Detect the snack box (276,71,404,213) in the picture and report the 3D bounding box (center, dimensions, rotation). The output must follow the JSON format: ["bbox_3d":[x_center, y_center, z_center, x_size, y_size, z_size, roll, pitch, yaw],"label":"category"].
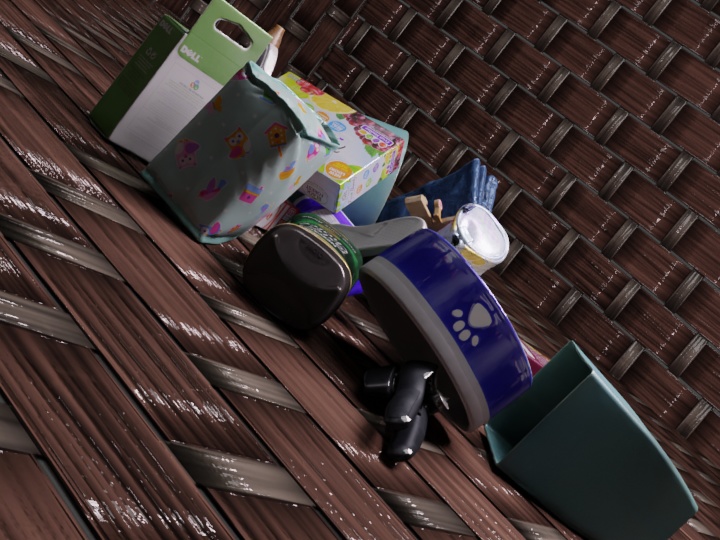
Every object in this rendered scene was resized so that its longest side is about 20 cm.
[{"bbox_3d":[-0.064,-0.169,1.549,0.199,0.053,0.142,32,47,21],"label":"snack box"}]

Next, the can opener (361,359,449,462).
[{"bbox_3d":[0.041,0.129,1.074,0.200,0.078,0.064,-77,153,-78],"label":"can opener"}]

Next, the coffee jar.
[{"bbox_3d":[-0.056,-0.002,1.221,0.104,0.085,0.200,38,8,-1],"label":"coffee jar"}]

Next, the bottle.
[{"bbox_3d":[-0.042,-0.040,1.517,0.200,0.065,0.084,-128,-153,-59],"label":"bottle"}]

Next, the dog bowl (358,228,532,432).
[{"bbox_3d":[0.084,0.060,1.213,0.201,0.079,0.200,54,-10,13],"label":"dog bowl"}]

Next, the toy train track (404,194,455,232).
[{"bbox_3d":[0.103,-0.035,1.579,0.200,0.114,0.033,61,27,-44],"label":"toy train track"}]

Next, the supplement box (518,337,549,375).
[{"bbox_3d":[0.238,0.166,1.601,0.199,0.086,0.110,35,8,-20],"label":"supplement box"}]

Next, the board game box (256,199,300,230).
[{"bbox_3d":[-0.186,-0.133,1.513,0.200,0.046,0.151,43,9,27],"label":"board game box"}]

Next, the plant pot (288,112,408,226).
[{"bbox_3d":[-0.047,-0.141,1.691,0.160,0.202,0.201,25,10,-10],"label":"plant pot"}]

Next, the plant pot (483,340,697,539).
[{"bbox_3d":[0.257,0.209,1.299,0.200,0.141,0.141,45,7,-6],"label":"plant pot"}]

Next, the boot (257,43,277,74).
[{"bbox_3d":[-0.193,-0.255,1.673,0.090,0.201,0.073,33,-23,-20],"label":"boot"}]

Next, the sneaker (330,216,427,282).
[{"bbox_3d":[0.000,0.000,1.372,0.100,0.199,0.071,64,36,-32],"label":"sneaker"}]

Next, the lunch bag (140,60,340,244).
[{"bbox_3d":[-0.118,-0.118,1.286,0.122,0.170,0.200,47,9,9],"label":"lunch bag"}]

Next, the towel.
[{"bbox_3d":[0.089,-0.076,1.643,0.049,0.199,0.112,49,36,-30],"label":"towel"}]

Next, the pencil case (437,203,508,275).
[{"bbox_3d":[0.101,0.000,1.523,0.083,0.200,0.091,52,45,5],"label":"pencil case"}]

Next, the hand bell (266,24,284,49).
[{"bbox_3d":[-0.176,-0.277,1.762,0.104,0.201,0.104,34,-1,1],"label":"hand bell"}]

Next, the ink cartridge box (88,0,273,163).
[{"bbox_3d":[-0.202,-0.217,1.352,0.104,0.200,0.059,30,11,-48],"label":"ink cartridge box"}]
